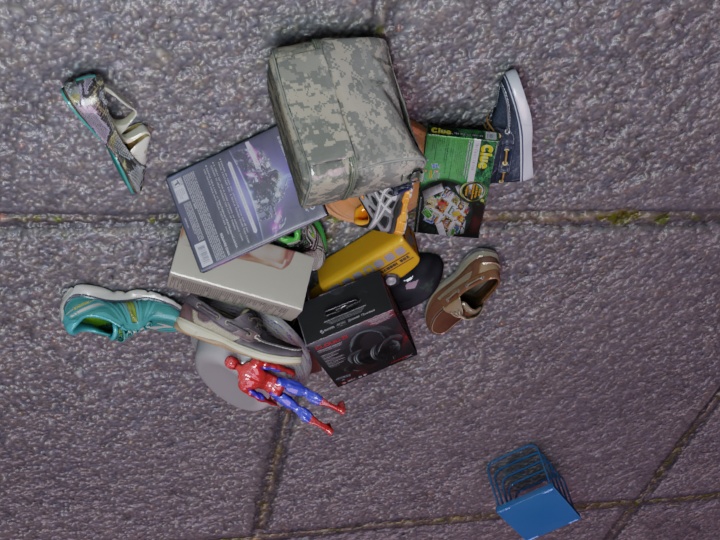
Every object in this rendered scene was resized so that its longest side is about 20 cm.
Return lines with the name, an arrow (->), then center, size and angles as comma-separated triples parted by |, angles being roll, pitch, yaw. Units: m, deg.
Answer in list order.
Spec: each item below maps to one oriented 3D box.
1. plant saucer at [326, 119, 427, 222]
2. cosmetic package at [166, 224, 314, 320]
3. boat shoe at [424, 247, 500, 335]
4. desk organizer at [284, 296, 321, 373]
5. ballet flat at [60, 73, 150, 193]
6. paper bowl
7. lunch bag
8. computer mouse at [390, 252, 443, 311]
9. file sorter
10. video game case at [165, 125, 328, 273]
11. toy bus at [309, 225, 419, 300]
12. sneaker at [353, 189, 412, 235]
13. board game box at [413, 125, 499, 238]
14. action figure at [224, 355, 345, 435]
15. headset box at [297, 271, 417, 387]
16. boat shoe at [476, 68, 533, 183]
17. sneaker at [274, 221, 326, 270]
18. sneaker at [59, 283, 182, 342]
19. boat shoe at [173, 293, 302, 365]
plant saucer -> 0.025, -0.140, 1.481 | 0.197, 0.033, 0.202 | -8, 139, -7
cosmetic package -> -0.177, 0.001, 1.472 | 0.197, 0.089, 0.103 | 17, 164, -12
boat shoe -> 0.173, 0.049, 1.712 | 0.075, 0.072, 0.201 | 9, 134, -26
desk organizer -> -0.116, 0.096, 1.677 | 0.076, 0.072, 0.201 | -13, 140, -6
ballet flat -> -0.312, -0.178, 1.305 | 0.071, 0.073, 0.201 | -19, 141, 5
paper bowl -> -0.185, 0.144, 1.610 | 0.199, 0.105, 0.202 | 24, 146, 17
lunch bag -> -0.017, -0.190, 1.275 | 0.165, 0.203, 0.139 | -15, 167, -9
computer mouse -> 0.057, 0.044, 1.685 | 0.199, 0.053, 0.138 | -31, 137, 18
file sorter -> 0.384, 0.497, 2.254 | 0.137, 0.124, 0.200 | -27, 139, 13
video game case -> -0.158, -0.102, 1.391 | 0.198, 0.145, 0.019 | -23, 173, 9
toy bus -> 0.000, 0.000, 1.602 | 0.198, 0.066, 0.078 | -31, 130, 18
sneaker -> 0.033, -0.123, 1.422 | 0.076, 0.079, 0.202 | 0, 137, -4
board game box -> 0.137, -0.126, 1.470 | 0.103, 0.024, 0.201 | 8, 139, 2
action figure -> -0.120, 0.181, 1.525 | 0.199, 0.052, 0.066 | 31, 99, -20
headset box -> -0.007, 0.092, 1.586 | 0.147, 0.078, 0.200 | -22, 150, 4
boat shoe -> 0.197, -0.194, 1.442 | 0.090, 0.072, 0.201 | -14, 140, 2
sneaker -> -0.106, -0.057, 1.493 | 0.077, 0.086, 0.200 | -23, 140, 10
sneaker -> -0.369, 0.080, 1.571 | 0.197, 0.080, 0.078 | 5, 136, -24
boat shoe -> -0.176, 0.088, 1.486 | 0.197, 0.066, 0.072 | 17, 180, 4
